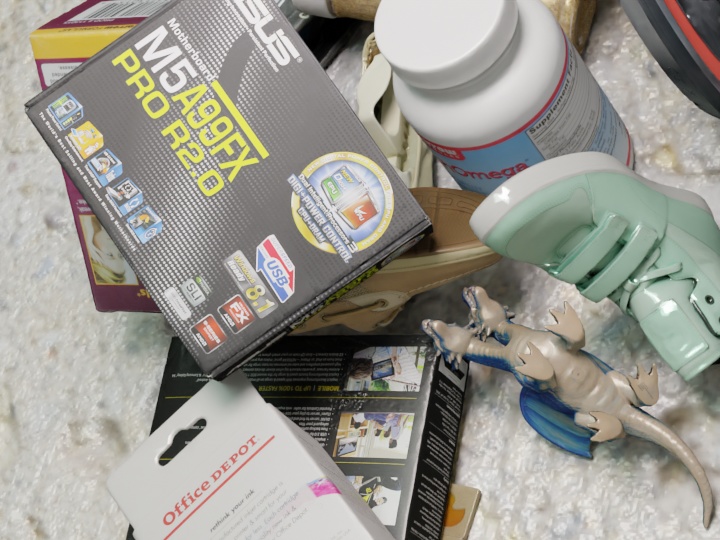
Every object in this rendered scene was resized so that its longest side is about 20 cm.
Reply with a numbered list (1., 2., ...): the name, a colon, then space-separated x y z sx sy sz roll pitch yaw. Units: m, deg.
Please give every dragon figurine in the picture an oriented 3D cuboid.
1. dragon figurine: 0.130 0.073 1.247 0.200 0.099 0.059 36 79 0

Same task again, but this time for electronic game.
1. electronic game: 0.195 -0.174 1.270 0.042 0.200 0.200 -28 53 25

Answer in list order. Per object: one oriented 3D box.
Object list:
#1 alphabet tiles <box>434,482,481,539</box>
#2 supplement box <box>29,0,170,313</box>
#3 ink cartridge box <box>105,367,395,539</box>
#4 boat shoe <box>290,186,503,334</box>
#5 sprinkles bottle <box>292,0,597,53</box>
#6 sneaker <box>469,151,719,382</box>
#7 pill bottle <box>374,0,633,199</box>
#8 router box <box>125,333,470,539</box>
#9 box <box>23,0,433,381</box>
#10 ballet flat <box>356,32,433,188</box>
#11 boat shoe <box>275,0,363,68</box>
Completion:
1. alphabet tiles: -0.017 0.183 1.306 0.166 0.006 0.200 7 67 32
2. supplement box: -0.117 -0.079 1.377 0.131 0.200 0.103 2 24 28
3. ink cartridge box: -0.051 0.163 1.225 0.115 0.068 0.200 -43 53 3
4. boat shoe: 0.000 0.000 1.303 0.200 0.065 0.071 -10 37 12
5. sprinkles bottle: 0.055 -0.190 1.408 0.200 0.068 0.068 12 69 16
6. sneaker: 0.157 0.002 1.200 0.074 0.200 0.118 -47 53 33
7. pill bottle: 0.087 -0.105 1.288 0.109 0.200 0.109 -14 57 22
8. router box: -0.041 0.116 1.319 0.200 0.051 0.149 -1 64 28
9. box: -0.078 -0.060 1.242 0.160 0.044 0.200 -35 83 0
10. ballet flat: 0.015 -0.073 1.396 0.069 0.069 0.200 -7 61 25
11. boat shoe: -0.062 -0.138 1.474 0.057 0.069 0.200 24 74 36
